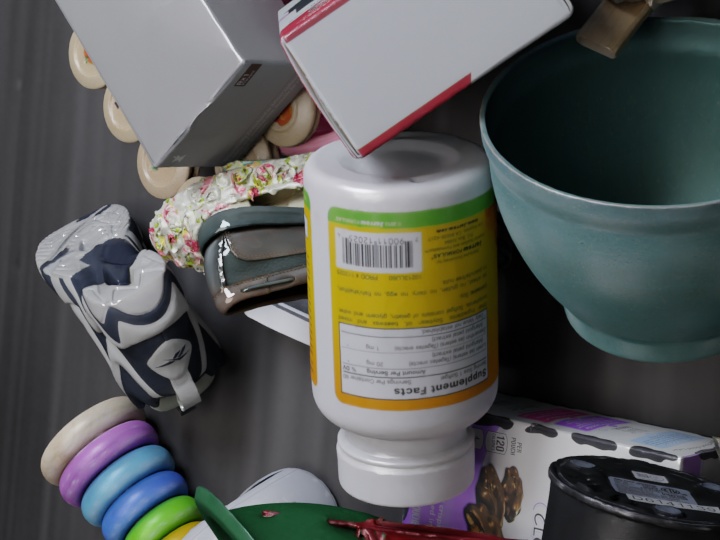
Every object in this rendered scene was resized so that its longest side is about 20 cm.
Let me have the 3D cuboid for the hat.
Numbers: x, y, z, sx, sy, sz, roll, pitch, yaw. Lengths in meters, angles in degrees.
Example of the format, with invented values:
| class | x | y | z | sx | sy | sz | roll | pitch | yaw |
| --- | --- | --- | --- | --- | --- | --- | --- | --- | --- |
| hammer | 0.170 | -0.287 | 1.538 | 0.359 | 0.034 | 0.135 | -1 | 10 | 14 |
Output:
| class | x | y | z | sx | sy | sz | roll | pitch | yaw |
| --- | --- | --- | --- | --- | --- | --- | --- | --- | --- |
| hat | 0.024 | 0.162 | 1.412 | 0.176 | 0.166 | 0.200 | -37 | 67 | -10 |

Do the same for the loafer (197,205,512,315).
| class | x | y | z | sx | sy | sz | roll | pitch | yaw |
| --- | --- | --- | --- | --- | --- | --- | --- | --- | --- |
| loafer | 0.000 | 0.000 | 1.421 | 0.072 | 0.198 | 0.063 | 110 | 156 | -58 |

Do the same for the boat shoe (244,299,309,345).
| class | x | y | z | sx | sy | sz | roll | pitch | yaw |
| --- | --- | --- | --- | --- | --- | --- | --- | --- | --- |
| boat shoe | 0.005 | 0.019 | 1.492 | 0.199 | 0.071 | 0.068 | 21 | 107 | 43 |

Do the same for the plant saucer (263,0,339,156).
| class | x | y | z | sx | sy | sz | roll | pitch | yaw |
| --- | --- | --- | --- | --- | --- | --- | --- | --- | --- |
| plant saucer | -0.027 | -0.175 | 1.513 | 0.200 | 0.051 | 0.202 | 3 | 96 | 38 |

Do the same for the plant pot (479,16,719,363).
| class | x | y | z | sx | sy | sz | roll | pitch | yaw |
| --- | --- | --- | --- | --- | --- | --- | --- | --- | --- |
| plant pot | 0.169 | -0.035 | 1.292 | 0.200 | 0.200 | 0.135 | 23 | 133 | 35 |

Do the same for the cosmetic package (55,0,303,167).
| class | x | y | z | sx | sy | sz | roll | pitch | yaw |
| --- | --- | --- | --- | --- | --- | --- | --- | --- | --- |
| cosmetic package | -0.124 | -0.173 | 1.486 | 0.107 | 0.090 | 0.201 | -44 | 69 | 32 |

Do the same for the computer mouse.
| class | x | y | z | sx | sy | sz | roll | pitch | yaw |
| --- | --- | --- | --- | --- | --- | --- | --- | --- | --- |
| computer mouse | -0.102 | 0.206 | 1.544 | 0.200 | 0.044 | 0.110 | -42 | 76 | 0 |

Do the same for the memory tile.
| class | x | y | z | sx | sy | sz | roll | pitch | yaw |
| --- | --- | --- | --- | --- | --- | --- | --- | --- | --- |
| memory tile | -0.116 | -0.127 | 1.545 | 0.153 | 0.017 | 0.200 | -49 | 64 | 30 |

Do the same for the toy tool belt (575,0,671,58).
| class | x | y | z | sx | sy | sz | roll | pitch | yaw |
| --- | --- | --- | --- | --- | --- | --- | --- | --- | --- |
| toy tool belt | 0.129 | -0.227 | 1.326 | 0.123 | 0.125 | 0.200 | -38 | 68 | 9 |

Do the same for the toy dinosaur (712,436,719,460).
| class | x | y | z | sx | sy | sz | roll | pitch | yaw |
| --- | --- | --- | --- | --- | --- | --- | --- | --- | --- |
| toy dinosaur | 0.237 | 0.198 | 1.318 | 0.088 | 0.047 | 0.202 | 6 | 105 | 23 |

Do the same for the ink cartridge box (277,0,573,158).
| class | x | y | z | sx | sy | sz | roll | pitch | yaw |
| --- | --- | --- | --- | --- | --- | --- | --- | --- | --- |
| ink cartridge box | 0.030 | -0.149 | 1.335 | 0.145 | 0.200 | 0.083 | -35 | 101 | 4 |

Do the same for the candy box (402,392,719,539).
| class | x | y | z | sx | sy | sz | roll | pitch | yaw |
| --- | --- | --- | --- | --- | --- | --- | --- | --- | --- |
| candy box | 0.122 | 0.172 | 1.401 | 0.199 | 0.071 | 0.169 | 9 | 99 | 38 |

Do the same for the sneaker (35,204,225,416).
| class | x | y | z | sx | sy | sz | roll | pitch | yaw |
| --- | --- | --- | --- | --- | --- | --- | --- | --- | --- |
| sneaker | -0.156 | 0.037 | 1.612 | 0.199 | 0.079 | 0.130 | 26 | 144 | 60 |

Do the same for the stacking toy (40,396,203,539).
| class | x | y | z | sx | sy | sz | roll | pitch | yaw |
| --- | --- | --- | --- | --- | --- | --- | --- | --- | --- |
| stacking toy | -0.136 | 0.188 | 1.611 | 0.200 | 0.085 | 0.085 | 51 | 121 | 19 |

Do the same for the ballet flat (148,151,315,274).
| class | x | y | z | sx | sy | sz | roll | pitch | yaw |
| --- | --- | --- | --- | --- | --- | --- | --- | --- | --- |
| ballet flat | -0.045 | -0.036 | 1.475 | 0.199 | 0.064 | 0.076 | -17 | 124 | 13 |

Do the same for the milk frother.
| class | x | y | z | sx | sy | sz | roll | pitch | yaw |
| --- | --- | --- | --- | --- | --- | --- | --- | --- | --- |
| milk frother | 0.160 | 0.219 | 1.220 | 0.179 | 0.200 | 0.189 | 12 | 100 | 12 |

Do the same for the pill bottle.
| class | x | y | z | sx | sy | sz | roll | pitch | yaw |
| --- | --- | --- | --- | --- | --- | --- | --- | --- | --- |
| pill bottle | 0.025 | 0.030 | 1.344 | 0.111 | 0.111 | 0.201 | 15 | 116 | 37 |
